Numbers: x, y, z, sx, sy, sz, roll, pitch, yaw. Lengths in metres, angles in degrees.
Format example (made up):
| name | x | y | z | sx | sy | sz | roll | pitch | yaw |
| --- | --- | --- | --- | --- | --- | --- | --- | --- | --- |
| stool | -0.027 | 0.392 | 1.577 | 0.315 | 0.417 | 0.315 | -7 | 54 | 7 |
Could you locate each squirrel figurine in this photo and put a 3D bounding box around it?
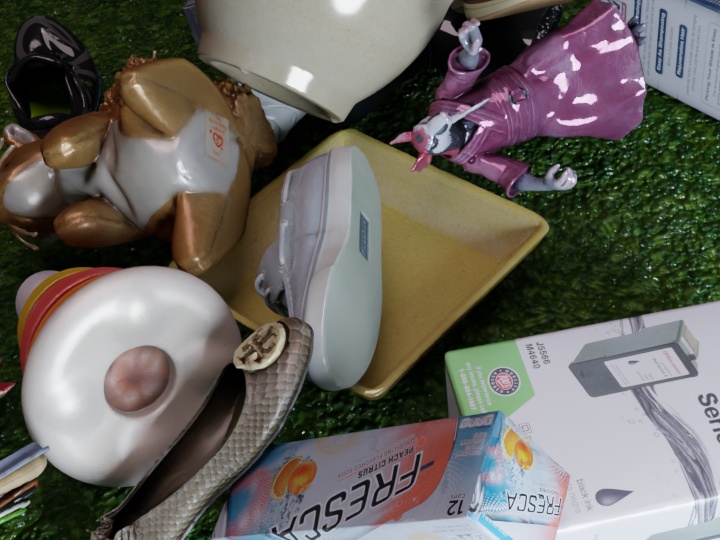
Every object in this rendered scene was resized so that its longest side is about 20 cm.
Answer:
| name | x | y | z | sx | sy | sz | roll | pitch | yaw |
| --- | --- | --- | --- | --- | --- | --- | --- | --- | --- |
| squirrel figurine | -0.170 | -0.077 | 0.977 | 0.186 | 0.142 | 0.200 | -13 | 18 | 29 |

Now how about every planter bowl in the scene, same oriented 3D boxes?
| name | x | y | z | sx | sy | sz | roll | pitch | yaw |
| --- | --- | --- | --- | --- | --- | --- | --- | --- | --- |
| planter bowl | -0.040 | -0.192 | 0.988 | 0.200 | 0.200 | 0.135 | 23 | 89 | 28 |

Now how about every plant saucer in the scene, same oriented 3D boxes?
| name | x | y | z | sx | sy | sz | roll | pitch | yaw |
| --- | --- | --- | --- | --- | --- | --- | --- | --- | --- |
| plant saucer | 0.000 | 0.000 | 0.954 | 0.200 | 0.049 | 0.200 | 28 | 54 | 32 |

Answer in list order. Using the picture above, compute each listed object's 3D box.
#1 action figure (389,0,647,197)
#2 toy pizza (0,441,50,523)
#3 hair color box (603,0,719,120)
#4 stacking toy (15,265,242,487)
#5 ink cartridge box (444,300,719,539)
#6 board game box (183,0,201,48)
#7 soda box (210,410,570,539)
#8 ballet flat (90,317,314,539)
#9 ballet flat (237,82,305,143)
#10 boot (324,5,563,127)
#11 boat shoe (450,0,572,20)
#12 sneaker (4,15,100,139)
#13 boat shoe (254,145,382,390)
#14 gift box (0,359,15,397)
| name | x | y | z | sx | sy | sz | roll | pitch | yaw |
| --- | --- | --- | --- | --- | --- | --- | --- | --- | --- |
| action figure | 0.108 | -0.127 | 0.978 | 0.200 | 0.134 | 0.149 | -21 | 14 | -13 |
| toy pizza | -0.259 | 0.161 | 0.757 | 0.200 | 0.200 | 0.032 | -32 | 90 | -23 |
| hair color box | 0.282 | -0.181 | 1.063 | 0.060 | 0.100 | 0.200 | -35 | 50 | -26 |
| stacking toy | -0.180 | 0.042 | 0.902 | 0.146 | 0.146 | 0.200 | -28 | 31 | -20 |
| ink cartridge box | 0.163 | 0.106 | 0.796 | 0.200 | 0.084 | 0.146 | -11 | 44 | -4 |
| board game box | -0.063 | -0.269 | 1.215 | 0.200 | 0.062 | 0.200 | 7 | 48 | 27 |
| soda box | 0.012 | 0.130 | 0.733 | 0.200 | 0.068 | 0.064 | -16 | 42 | 43 |
| ballet flat | -0.097 | 0.107 | 0.792 | 0.200 | 0.046 | 0.067 | -54 | 24 | 1 |
| ballet flat | -0.115 | -0.109 | 1.080 | 0.200 | 0.070 | 0.069 | -17 | 45 | -4 |
| boot | 0.073 | -0.180 | 1.117 | 0.162 | 0.073 | 0.198 | 15 | 49 | 15 |
| boat shoe | 0.105 | -0.231 | 1.010 | 0.072 | 0.072 | 0.200 | -13 | 16 | -5 |
| sneaker | -0.257 | -0.158 | 1.126 | 0.071 | 0.083 | 0.200 | -13 | 44 | -6 |
| boat shoe | -0.030 | 0.001 | 0.886 | 0.071 | 0.070 | 0.201 | -16 | 43 | 21 |
| gift box | -0.346 | 0.038 | 0.861 | 0.200 | 0.187 | 0.185 | -41 | 50 | -10 |
